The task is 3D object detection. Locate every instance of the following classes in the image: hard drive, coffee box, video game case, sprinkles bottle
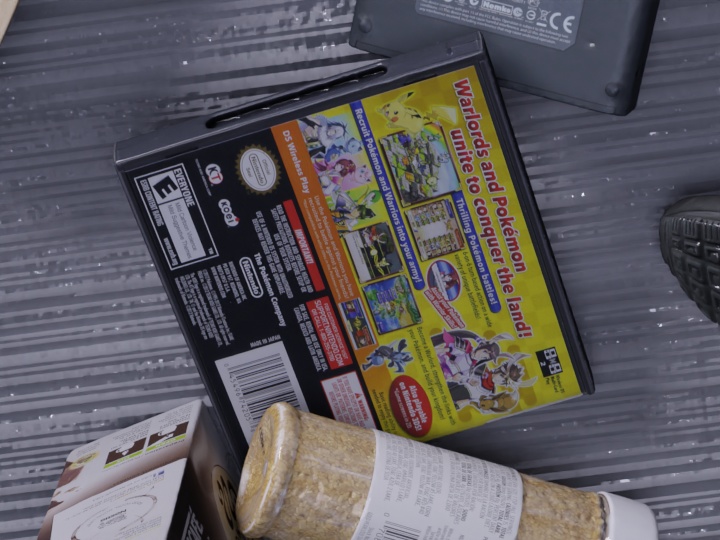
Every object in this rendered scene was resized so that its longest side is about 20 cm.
[{"bbox_3d":[0.080,-0.185,1.347,0.139,0.033,0.201,16,107,14],"label":"hard drive"},{"bbox_3d":[-0.094,0.153,1.376,0.080,0.200,0.113,-22,103,8],"label":"coffee box"},{"bbox_3d":[0.000,0.000,1.394,0.180,0.026,0.201,-16,121,7],"label":"video game case"},{"bbox_3d":[0.042,0.121,1.415,0.199,0.068,0.069,17,106,-13],"label":"sprinkles bottle"}]

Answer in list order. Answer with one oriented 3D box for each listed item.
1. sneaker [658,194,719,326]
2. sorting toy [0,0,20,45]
[{"bbox_3d":[0.241,-0.007,1.390,0.199,0.091,0.076,12,136,19],"label":"sneaker"},{"bbox_3d":[-0.232,-0.199,1.351,0.198,0.070,0.201,25,105,-5],"label":"sorting toy"}]
